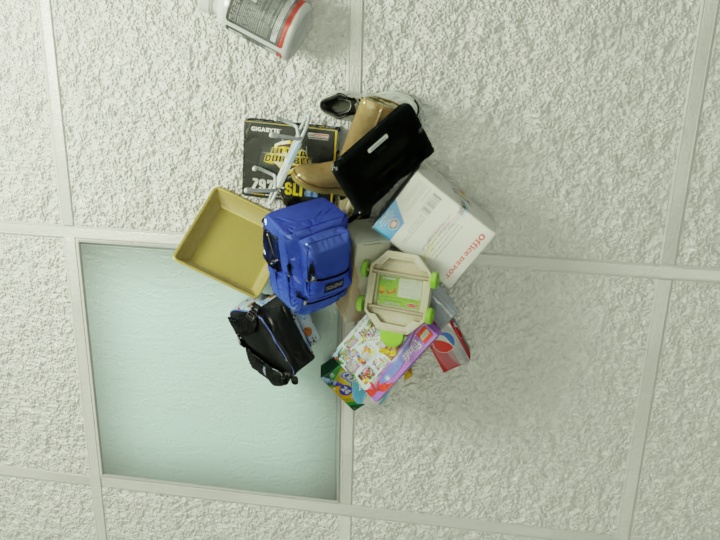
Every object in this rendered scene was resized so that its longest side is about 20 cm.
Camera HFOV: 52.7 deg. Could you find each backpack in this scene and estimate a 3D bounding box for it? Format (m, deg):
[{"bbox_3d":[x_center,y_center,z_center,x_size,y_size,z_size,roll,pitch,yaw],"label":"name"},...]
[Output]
[{"bbox_3d":[-0.193,0.126,1.579,0.190,0.154,0.201,2,120,49],"label":"backpack"},{"bbox_3d":[-0.100,-0.012,1.427,0.161,0.168,0.201,-15,127,-26],"label":"backpack"}]

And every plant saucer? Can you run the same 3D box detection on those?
[{"bbox_3d":[-0.267,-0.054,1.552,0.199,0.201,0.049,25,154,0],"label":"plant saucer"}]

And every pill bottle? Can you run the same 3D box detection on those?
[{"bbox_3d":[-0.203,-0.503,1.403,0.199,0.116,0.116,28,110,-1],"label":"pill bottle"}]

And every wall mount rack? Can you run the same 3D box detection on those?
[{"bbox_3d":[-0.166,-0.218,1.410,0.074,0.174,0.201,22,110,-15],"label":"wall mount rack"}]

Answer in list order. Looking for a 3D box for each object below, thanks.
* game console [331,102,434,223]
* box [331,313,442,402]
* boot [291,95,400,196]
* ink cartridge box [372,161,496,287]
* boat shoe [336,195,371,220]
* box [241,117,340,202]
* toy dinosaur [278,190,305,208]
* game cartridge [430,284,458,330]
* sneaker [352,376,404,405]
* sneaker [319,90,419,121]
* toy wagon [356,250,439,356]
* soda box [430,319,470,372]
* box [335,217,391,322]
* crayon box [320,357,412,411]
[{"bbox_3d":[0.031,-0.202,1.398,0.200,0.116,0.176,-43,124,-13],"label":"game console"},{"bbox_3d":[0.051,0.149,1.472,0.137,0.039,0.200,45,110,14],"label":"box"},{"bbox_3d":[-0.024,-0.243,1.395,0.174,0.066,0.201,5,126,-35],"label":"boot"},{"bbox_3d":[0.152,-0.096,1.466,0.200,0.145,0.147,39,109,-5],"label":"ink cartridge box"},{"bbox_3d":[-0.019,-0.133,1.530,0.076,0.072,0.201,33,104,15],"label":"boat shoe"},{"bbox_3d":[-0.146,-0.228,1.522,0.198,0.049,0.161,8,111,6],"label":"box"},{"bbox_3d":[-0.136,-0.105,1.513,0.077,0.103,0.201,13,144,39],"label":"toy dinosaur"},{"bbox_3d":[0.113,0.081,1.499,0.133,0.041,0.200,51,148,11],"label":"game cartridge"},{"bbox_3d":[0.061,0.205,1.552,0.080,0.077,0.201,16,119,-36],"label":"sneaker"},{"bbox_3d":[0.014,-0.313,1.432,0.199,0.115,0.076,5,109,7],"label":"sneaker"},{"bbox_3d":[0.069,0.065,1.414,0.154,0.040,0.202,10,96,20],"label":"toy wagon"},{"bbox_3d":[0.166,0.115,1.577,0.070,0.063,0.201,-26,103,16],"label":"soda box"},{"bbox_3d":[0.000,0.000,1.511,0.077,0.095,0.201,-8,128,-21],"label":"box"},{"bbox_3d":[0.025,0.215,1.623,0.199,0.052,0.126,-34,116,17],"label":"crayon box"}]
